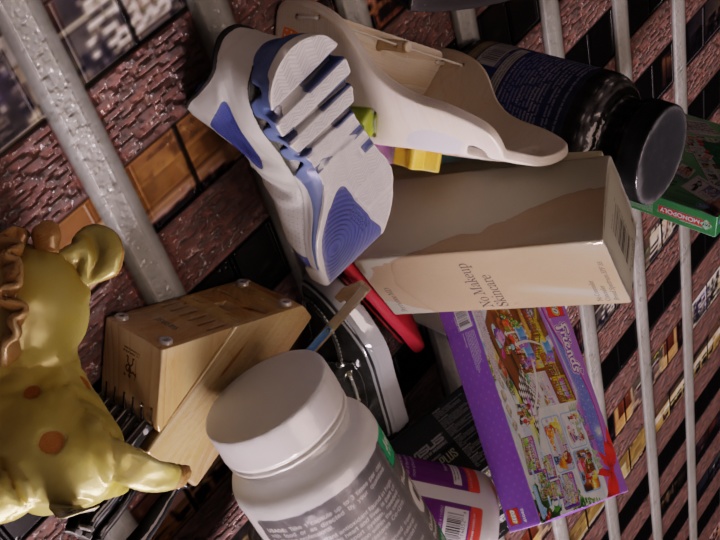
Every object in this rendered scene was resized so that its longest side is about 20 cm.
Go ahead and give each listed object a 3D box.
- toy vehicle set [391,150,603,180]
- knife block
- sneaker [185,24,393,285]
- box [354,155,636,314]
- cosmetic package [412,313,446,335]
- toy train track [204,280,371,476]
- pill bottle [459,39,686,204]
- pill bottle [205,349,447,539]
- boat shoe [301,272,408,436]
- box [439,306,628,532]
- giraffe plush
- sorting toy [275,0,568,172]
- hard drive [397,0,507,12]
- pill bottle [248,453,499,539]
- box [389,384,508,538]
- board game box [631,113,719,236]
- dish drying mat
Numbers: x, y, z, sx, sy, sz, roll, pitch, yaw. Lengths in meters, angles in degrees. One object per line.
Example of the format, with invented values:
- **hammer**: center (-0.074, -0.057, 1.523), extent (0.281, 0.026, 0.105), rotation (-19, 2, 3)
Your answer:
- **toy vehicle set**: center (0.114, -0.049, 0.910), extent (0.124, 0.199, 0.027), rotation (53, 42, -52)
- **knife block**: center (-0.133, 0.112, 0.791), extent (0.200, 0.064, 0.176), rotation (-18, 123, -48)
- **sneaker**: center (-0.052, -0.094, 0.740), extent (0.081, 0.115, 0.200), rotation (-41, 141, -21)
- **box**: center (0.105, -0.024, 0.842), extent (0.095, 0.199, 0.078), rotation (49, 44, -48)
- **cosmetic package**: center (0.131, 0.023, 1.073), extent (0.200, 0.081, 0.113), rotation (26, 88, -56)
- **toy train track**: center (-0.069, 0.079, 0.846), extent (0.200, 0.033, 0.115), rotation (-48, 177, 9)
- **pill bottle**: center (0.171, -0.126, 0.934), extent (0.112, 0.200, 0.112), rotation (-29, 131, -41)
- **pill bottle**: center (-0.021, 0.163, 0.773), extent (0.113, 0.113, 0.200), rotation (-44, 119, -29)
- **boat shoe**: center (-0.015, 0.085, 0.922), extent (0.071, 0.072, 0.200), rotation (-35, 128, -15)
- **box**: center (0.153, 0.115, 0.950), extent (0.136, 0.039, 0.201), rotation (-4, 72, -45)
- **giraffe plush**: center (-0.200, 0.060, 0.617), extent (0.172, 0.200, 0.163), rotation (-5, 81, -41)
- **sorting toy**: center (0.055, -0.116, 0.807), extent (0.200, 0.180, 0.107), rotation (2, 107, -52)
- **hard drive**: center (0.095, -0.286, 0.883), extent (0.200, 0.042, 0.135), rotation (-23, 127, -44)
- **pill bottle**: center (0.010, 0.209, 0.918), extent (0.112, 0.199, 0.113), rotation (-167, -90, -82)
- **box**: center (0.104, 0.206, 1.075), extent (0.200, 0.086, 0.164), rotation (-38, 144, -5)
- **board game box**: center (0.307, -0.116, 1.119), extent (0.135, 0.200, 0.029), rotation (-43, 140, -29)
- **dish drying mat**: center (0.000, 0.000, 0.902), extent (0.018, 0.077, 0.200), rotation (-28, 143, 11)
